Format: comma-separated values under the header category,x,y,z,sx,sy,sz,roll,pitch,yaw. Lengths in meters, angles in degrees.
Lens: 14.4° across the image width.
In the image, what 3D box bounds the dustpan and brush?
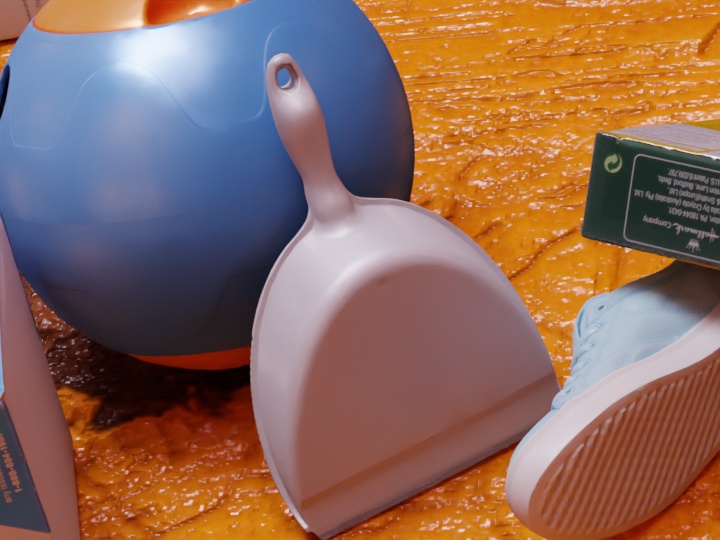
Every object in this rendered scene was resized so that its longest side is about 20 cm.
category,x,y,z,sx,sy,sz,roll,pitch,yaw
dustpan and brush,0.000,0.000,1.247,0.139,0.201,0.057,-26,31,-14

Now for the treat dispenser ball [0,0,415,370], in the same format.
category,x,y,z,sx,sy,sz,roll,pitch,yaw
treat dispenser ball,-0.074,-0.055,1.333,0.200,0.202,0.201,-9,38,7

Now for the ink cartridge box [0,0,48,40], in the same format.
category,x,y,z,sx,sy,sz,roll,pitch,yaw
ink cartridge box,-0.240,-0.199,1.665,0.199,0.083,0.147,-9,38,4

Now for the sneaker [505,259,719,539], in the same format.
category,x,y,z,sx,sy,sz,roll,pitch,yaw
sneaker,0.116,0.051,1.253,0.082,0.074,0.200,21,38,38

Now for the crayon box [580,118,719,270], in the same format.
category,x,y,z,sx,sy,sz,roll,pitch,yaw
crayon box,0.203,-0.033,1.293,0.125,0.052,0.200,15,14,32

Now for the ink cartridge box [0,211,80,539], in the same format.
category,x,y,z,sx,sy,sz,roll,pitch,yaw
ink cartridge box,-0.234,0.089,1.246,0.199,0.148,0.145,-13,37,0
